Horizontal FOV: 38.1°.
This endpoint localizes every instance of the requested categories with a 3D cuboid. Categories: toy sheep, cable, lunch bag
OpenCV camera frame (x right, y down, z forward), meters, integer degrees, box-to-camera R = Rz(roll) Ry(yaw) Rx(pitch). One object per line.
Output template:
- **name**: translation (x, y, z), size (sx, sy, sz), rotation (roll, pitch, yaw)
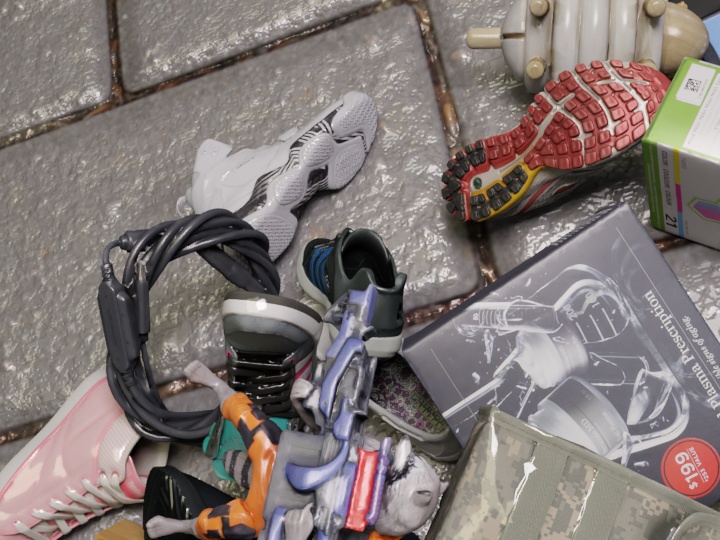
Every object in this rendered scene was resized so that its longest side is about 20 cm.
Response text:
- **toy sheep**: translation (0.187, -0.195, 0.869), size (0.198, 0.138, 0.139), rotation (7, 69, 10)
- **cable**: translation (-0.134, 0.051, 0.869), size (0.162, 0.202, 0.051), rotation (-21, 19, -34)
- **lunch bag**: translation (0.133, 0.195, 0.614), size (0.199, 0.118, 0.165), rotation (24, 84, 4)

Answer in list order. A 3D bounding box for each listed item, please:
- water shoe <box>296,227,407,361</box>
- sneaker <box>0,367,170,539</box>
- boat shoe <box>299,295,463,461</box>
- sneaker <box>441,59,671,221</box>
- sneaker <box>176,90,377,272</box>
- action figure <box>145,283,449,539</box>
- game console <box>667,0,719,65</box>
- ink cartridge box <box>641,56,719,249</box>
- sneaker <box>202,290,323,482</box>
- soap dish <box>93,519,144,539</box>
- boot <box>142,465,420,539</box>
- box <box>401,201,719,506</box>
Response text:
- **water shoe**: translation (0.000, 0.000, 0.839), size (0.200, 0.071, 0.080), rotation (-124, 45, -62)
- **sneaker**: translation (-0.239, 0.186, 0.884), size (0.104, 0.075, 0.201), rotation (27, 74, 33)
- **boat shoe**: translation (0.010, 0.079, 0.847), size (0.072, 0.069, 0.200), rotation (-43, 61, -2)
- **sneaker**: translation (0.161, -0.103, 0.838), size (0.199, 0.082, 0.078), rotation (-27, 74, 33)
- **sneaker**: translation (-0.080, -0.100, 0.954), size (0.115, 0.075, 0.200), rotation (32, 75, 33)
- **action figure**: translation (-0.031, 0.112, 0.671), size (0.192, 0.105, 0.201), rotation (10, 70, 29)
- **game console**: translation (0.356, -0.209, 0.822), size (0.171, 0.119, 0.201), rotation (-24, 61, 8)
- **ink cartridge box**: translation (0.315, -0.060, 0.753), size (0.199, 0.148, 0.076), rotation (24, 76, 27)
- **sneaker**: translation (-0.076, 0.096, 0.776), size (0.083, 0.200, 0.122), rotation (7, 70, 5)
- **soap dish**: translation (-0.176, 0.310, 0.804), size (0.156, 0.081, 0.201), rotation (17, 73, 25)
- **boot**: translation (-0.055, 0.206, 0.777), size (0.200, 0.167, 0.077), rotation (26, 107, 52)
- **box**: translation (0.156, 0.086, 0.728), size (0.181, 0.104, 0.201), rotation (-34, 88, 4)
